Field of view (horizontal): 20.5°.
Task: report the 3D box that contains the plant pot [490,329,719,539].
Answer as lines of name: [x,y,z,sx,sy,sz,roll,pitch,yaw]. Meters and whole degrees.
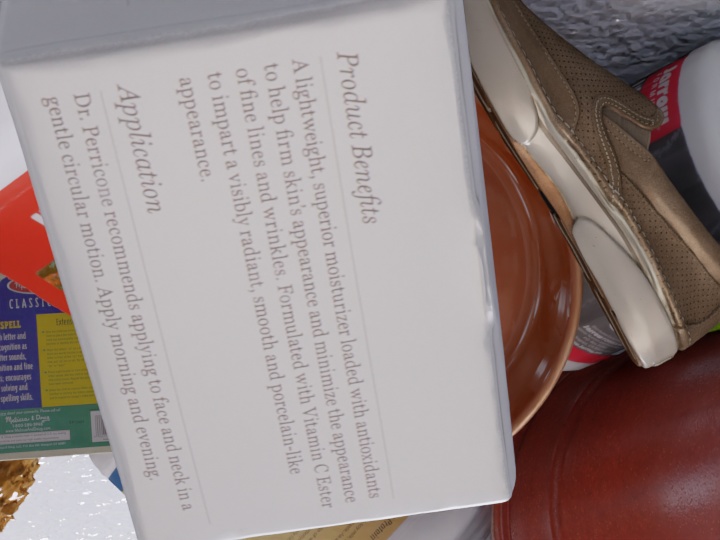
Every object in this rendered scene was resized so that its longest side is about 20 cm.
plant pot: [0.190,0.106,0.920,0.200,0.201,0.195,2,165,-19]

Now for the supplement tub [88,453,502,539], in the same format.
supplement tub: [-0.025,0.109,1.026,0.145,0.200,0.145,-46,178,-3]

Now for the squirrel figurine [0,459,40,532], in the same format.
squirrel figurine: [-0.279,0.150,1.164,0.199,0.142,0.187,-12,161,16]

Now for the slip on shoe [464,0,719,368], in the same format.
slip on shoe: [0.093,-0.056,0.816,0.060,0.200,0.076,-30,-170,3]

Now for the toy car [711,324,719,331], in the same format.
toy car: [0.130,0.092,1.107,0.200,0.150,0.175,-30,147,19]

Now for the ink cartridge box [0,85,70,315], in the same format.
ink cartridge box: [-0.157,-0.046,0.813,0.200,0.057,0.162,39,134,-24]

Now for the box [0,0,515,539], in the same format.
box: [-0.029,-0.051,0.661,0.130,0.200,0.199,-8,128,2]

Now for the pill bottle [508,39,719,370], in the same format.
pill bottle: [0.151,-0.037,0.907,0.200,0.111,0.111,-28,148,37]

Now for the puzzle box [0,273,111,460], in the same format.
puzzle box: [-0.094,0.017,0.938,0.199,0.133,0.025,-4,-179,-6]

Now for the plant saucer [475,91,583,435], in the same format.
plant saucer: [0.000,0.000,0.893,0.200,0.201,0.032,-12,-167,10]
